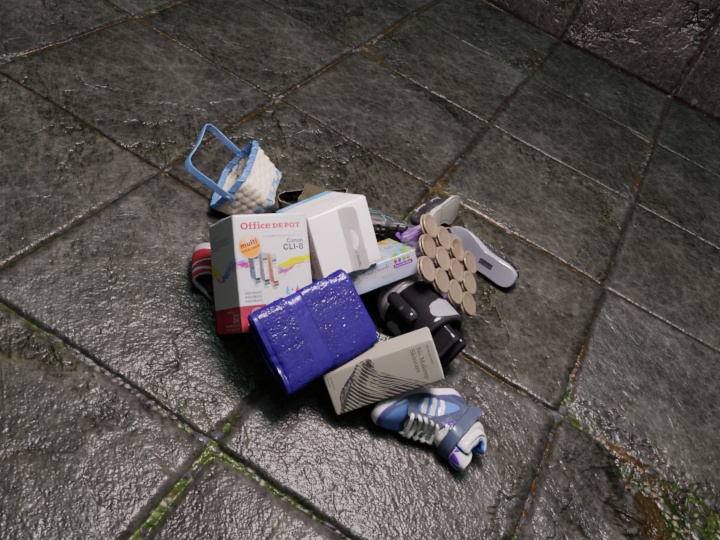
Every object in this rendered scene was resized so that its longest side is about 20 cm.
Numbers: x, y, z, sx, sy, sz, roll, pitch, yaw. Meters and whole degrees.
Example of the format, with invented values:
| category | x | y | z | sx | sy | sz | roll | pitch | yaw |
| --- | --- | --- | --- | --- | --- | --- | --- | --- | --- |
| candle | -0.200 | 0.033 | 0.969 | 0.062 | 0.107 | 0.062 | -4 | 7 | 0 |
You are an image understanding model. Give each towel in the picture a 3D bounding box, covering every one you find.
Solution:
| category | x | y | z | sx | sy | sz | roll | pitch | yaw |
| --- | --- | --- | --- | --- | --- | --- | --- | --- | --- |
| towel | -0.080 | 0.102 | 1.274 | 0.198 | 0.049 | 0.150 | -27 | 90 | -26 |

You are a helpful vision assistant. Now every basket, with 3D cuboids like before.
| category | x | y | z | sx | sy | sz | roll | pitch | yaw |
| --- | --- | --- | --- | --- | --- | --- | --- | --- | --- |
| basket | -0.273 | -0.205 | 1.597 | 0.200 | 0.138 | 0.178 | 44 | 32 | -24 |

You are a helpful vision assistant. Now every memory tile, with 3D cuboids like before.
| category | x | y | z | sx | sy | sz | roll | pitch | yaw |
| --- | --- | --- | --- | --- | --- | --- | --- | --- | --- |
| memory tile | 0.174 | -0.010 | 1.498 | 0.199 | 0.017 | 0.156 | 37 | 47 | -38 |

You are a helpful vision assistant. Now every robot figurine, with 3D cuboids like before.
| category | x | y | z | sx | sy | sz | roll | pitch | yaw |
| --- | --- | --- | --- | --- | --- | --- | --- | --- | --- |
| robot figurine | 0.117 | 0.095 | 1.475 | 0.123 | 0.152 | 0.200 | -25 | 55 | -25 |

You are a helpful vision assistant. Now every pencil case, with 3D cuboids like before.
| category | x | y | z | sx | sy | sz | roll | pitch | yaw |
| --- | --- | --- | --- | --- | --- | --- | --- | --- | --- |
| pencil case | 0.151 | 0.000 | 1.552 | 0.203 | 0.084 | 0.084 | 67 | 24 | -9 |

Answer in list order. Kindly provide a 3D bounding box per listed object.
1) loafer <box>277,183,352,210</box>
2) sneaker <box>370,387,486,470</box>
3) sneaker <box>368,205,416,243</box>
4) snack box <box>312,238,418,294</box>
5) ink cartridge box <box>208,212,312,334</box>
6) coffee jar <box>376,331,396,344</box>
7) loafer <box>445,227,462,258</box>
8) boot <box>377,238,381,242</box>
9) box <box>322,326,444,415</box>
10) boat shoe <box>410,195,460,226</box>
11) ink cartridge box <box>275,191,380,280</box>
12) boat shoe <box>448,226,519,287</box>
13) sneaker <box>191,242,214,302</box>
| category | x | y | z | sx | sy | sz | roll | pitch | yaw |
| --- | --- | --- | --- | --- | --- | --- | --- | --- | --- |
| loafer | -0.102 | -0.145 | 1.603 | 0.197 | 0.070 | 0.076 | -7 | 41 | 32 |
| sneaker | 0.130 | 0.280 | 1.302 | 0.197 | 0.081 | 0.147 | 1 | 39 | -33 |
| sneaker | 0.048 | -0.101 | 1.607 | 0.196 | 0.076 | 0.080 | 14 | 43 | -12 |
| snack box | 0.000 | 0.000 | 1.483 | 0.197 | 0.054 | 0.142 | -20 | 18 | -15 |
| ink cartridge box | -0.178 | 0.005 | 1.344 | 0.143 | 0.144 | 0.204 | -5 | 87 | -28 |
| coffee jar | 0.011 | 0.155 | 1.384 | 0.197 | 0.086 | 0.105 | 21 | 39 | -2 |
| loafer | 0.195 | -0.063 | 1.666 | 0.072 | 0.063 | 0.200 | 53 | 1 | -14 |
| boot | -0.051 | -0.083 | 1.635 | 0.201 | 0.071 | 0.143 | 45 | 42 | 18 |
| box | 0.039 | 0.173 | 1.296 | 0.197 | 0.083 | 0.068 | -20 | 12 | 5 |
| boat shoe | 0.184 | -0.141 | 1.819 | 0.059 | 0.075 | 0.199 | 17 | 29 | 25 |
| ink cartridge box | -0.059 | -0.067 | 1.426 | 0.124 | 0.131 | 0.199 | -23 | 16 | -21 |
| boat shoe | 0.289 | -0.036 | 1.756 | 0.199 | 0.071 | 0.066 | 36 | 23 | 20 |
| sneaker | -0.229 | 0.009 | 1.445 | 0.196 | 0.072 | 0.113 | 6 | 37 | -8 |
